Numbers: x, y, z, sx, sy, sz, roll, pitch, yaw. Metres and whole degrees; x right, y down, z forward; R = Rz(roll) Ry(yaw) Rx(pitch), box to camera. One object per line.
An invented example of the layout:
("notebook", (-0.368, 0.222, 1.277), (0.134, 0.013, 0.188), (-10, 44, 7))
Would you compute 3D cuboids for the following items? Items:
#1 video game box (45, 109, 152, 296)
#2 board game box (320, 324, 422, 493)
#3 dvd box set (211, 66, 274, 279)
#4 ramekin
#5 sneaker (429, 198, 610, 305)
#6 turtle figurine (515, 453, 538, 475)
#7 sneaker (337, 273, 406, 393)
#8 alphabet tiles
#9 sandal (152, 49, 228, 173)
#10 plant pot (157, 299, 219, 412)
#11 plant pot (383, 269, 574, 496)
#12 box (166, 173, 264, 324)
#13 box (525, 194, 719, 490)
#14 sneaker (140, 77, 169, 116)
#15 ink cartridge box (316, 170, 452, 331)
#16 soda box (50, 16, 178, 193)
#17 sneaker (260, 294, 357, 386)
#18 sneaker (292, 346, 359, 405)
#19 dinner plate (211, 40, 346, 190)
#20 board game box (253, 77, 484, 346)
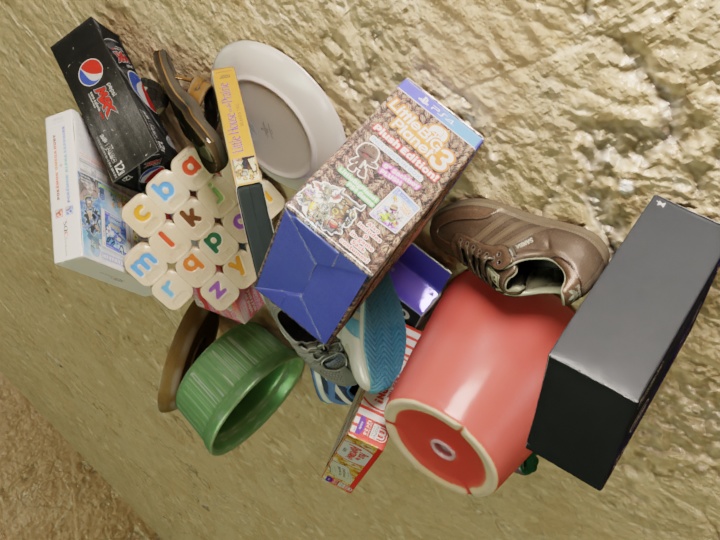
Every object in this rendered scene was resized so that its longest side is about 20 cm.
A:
("video game box", (-0.310, -0.076, 1.088), (0.046, 0.185, 0.200), (-15, 163, 14))
("board game box", (0.013, 0.170, 1.062), (0.046, 0.153, 0.201), (24, 151, 1))
("dvd box set", (-0.121, -0.100, 0.929), (0.147, 0.029, 0.201), (83, 172, -46))
("ramekin", (-0.187, 0.175, 1.336), (0.097, 0.200, 0.201), (41, 149, 16))
("sneaker", (0.138, -0.017, 0.853), (0.198, 0.076, 0.071), (11, 137, 40))
("turtle figurine", (0.125, 0.207, 1.120), (0.198, 0.101, 0.151), (-2, 127, 42))
("sneaker", (-0.009, 0.038, 0.955), (0.080, 0.076, 0.203), (-25, 70, 35))
("alphabet tiles", (-0.189, -0.048, 1.070), (0.196, 0.200, 0.015), (48, 177, -37))
("sandal", (-0.185, -0.188, 0.999), (0.200, 0.054, 0.082), (53, 165, 42))
("plant pot", (-0.264, 0.131, 1.371), (0.027, 0.202, 0.201), (19, 145, 4))
("plant pot", (0.129, 0.129, 0.939), (0.199, 0.178, 0.202), (28, 146, 21))
("box", (-0.190, -0.040, 1.174), (0.102, 0.095, 0.202), (17, 140, 35))
("box", (0.223, 0.058, 0.728), (0.078, 0.200, 0.142), (26, 146, 25))
("sneaker", (-0.287, -0.189, 1.156), (0.088, 0.078, 0.199), (22, 157, -32))
("ink cartridge box", (0.000, 0.000, 1.045), (0.197, 0.043, 0.201), (38, 152, 10))
("soda box", (-0.291, -0.197, 1.042), (0.202, 0.070, 0.063), (61, -170, 15))
("sneaker", (-0.061, 0.088, 1.105), (0.200, 0.074, 0.082), (48, -170, -29))
("sneaker", (-0.035, 0.113, 1.209), (0.081, 0.074, 0.201), (9, 140, 34))
("dinner plate", (-0.099, -0.166, 0.995), (0.199, 0.024, 0.201), (30, 146, 23))
("board game box", (0.005, -0.054, 0.838), (0.096, 0.200, 0.160), (38, 149, 4))
